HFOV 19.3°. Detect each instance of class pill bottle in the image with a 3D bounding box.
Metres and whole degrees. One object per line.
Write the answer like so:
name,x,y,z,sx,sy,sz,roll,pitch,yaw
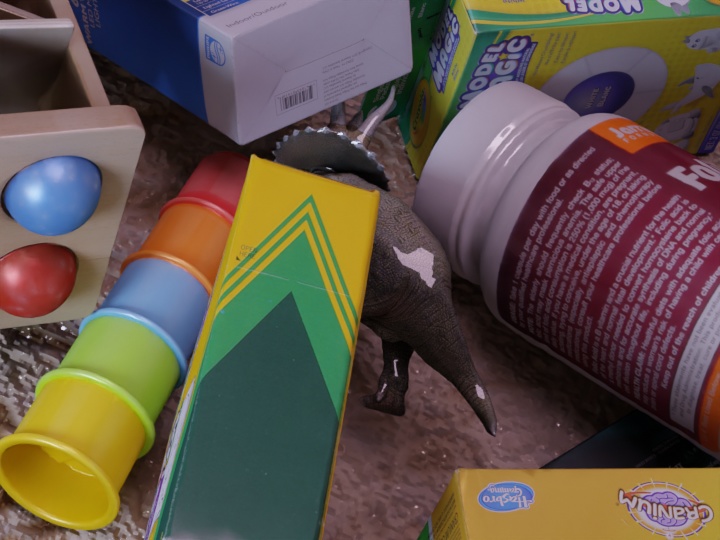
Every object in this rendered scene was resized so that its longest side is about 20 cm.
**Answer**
pill bottle,0.129,-0.003,0.981,0.200,0.114,0.114,33,51,29

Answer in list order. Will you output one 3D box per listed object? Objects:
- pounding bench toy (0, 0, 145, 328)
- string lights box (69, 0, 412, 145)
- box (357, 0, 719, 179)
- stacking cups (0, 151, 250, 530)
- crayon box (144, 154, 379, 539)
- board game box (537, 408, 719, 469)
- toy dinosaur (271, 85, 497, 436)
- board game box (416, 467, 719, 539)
pounding bench toy,-0.211,-0.053,0.876,0.200,0.124,0.156,-7,53,-25
string lights box,-0.077,-0.138,1.025,0.103,0.059,0.200,-26,40,-30
box,0.103,-0.103,1.063,0.200,0.117,0.048,-5,56,-18
stacking cups,-0.096,0.020,0.953,0.060,0.061,0.200,24,52,2
crayon box,-0.050,0.085,0.833,0.058,0.200,0.173,14,53,-6
board game box,0.115,0.146,0.945,0.200,0.028,0.135,-26,66,-30
toy dinosaur,0.000,0.000,0.952,0.077,0.102,0.200,2,33,-28
board game box,0.115,0.130,0.841,0.200,0.153,0.040,1,56,-15
